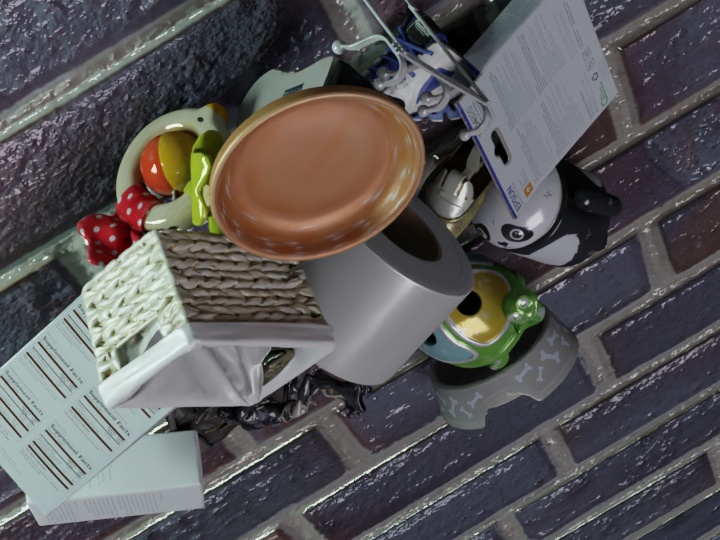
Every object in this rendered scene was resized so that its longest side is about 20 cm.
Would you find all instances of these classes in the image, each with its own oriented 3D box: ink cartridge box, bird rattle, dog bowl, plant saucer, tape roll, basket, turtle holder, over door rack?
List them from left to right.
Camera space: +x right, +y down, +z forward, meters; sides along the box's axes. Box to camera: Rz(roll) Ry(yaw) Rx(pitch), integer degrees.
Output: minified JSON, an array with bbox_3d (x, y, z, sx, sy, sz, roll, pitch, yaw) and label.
[{"bbox_3d":[-0.180,-0.076,1.407,0.200,0.163,0.113,-24,143,30],"label":"bird rattle"},{"bbox_3d":[-0.144,0.046,1.366,0.135,0.124,0.200,-35,155,32],"label":"basket"},{"bbox_3d":[-0.041,-0.091,1.315,0.200,0.038,0.200,-12,138,-11],"label":"plant saucer"},{"bbox_3d":[0.000,0.000,1.526,0.202,0.203,0.139,16,125,-45],"label":"tape roll"},{"bbox_3d":[0.033,-0.219,1.363,0.067,0.200,0.148,-36,146,25],"label":"over door rack"},{"bbox_3d":[0.127,0.051,1.753,0.132,0.185,0.141,22,103,-47],"label":"turtle holder"},{"bbox_3d":[0.176,0.114,1.864,0.200,0.200,0.059,-32,112,3],"label":"dog bowl"},{"bbox_3d":[0.178,-0.188,1.548,0.200,0.041,0.200,-50,139,-16],"label":"ink cartridge box"}]

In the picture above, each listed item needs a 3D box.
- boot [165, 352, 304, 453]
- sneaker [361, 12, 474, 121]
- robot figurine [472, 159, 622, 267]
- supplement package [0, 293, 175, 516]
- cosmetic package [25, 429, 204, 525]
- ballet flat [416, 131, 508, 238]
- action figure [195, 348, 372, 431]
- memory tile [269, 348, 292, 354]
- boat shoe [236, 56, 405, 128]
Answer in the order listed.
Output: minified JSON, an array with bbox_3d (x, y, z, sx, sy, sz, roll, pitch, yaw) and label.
[{"bbox_3d":[-0.149,0.140,1.759,0.174,0.069,0.200,-27,154,0],"label":"boot"},{"bbox_3d":[0.036,-0.201,1.490,0.199,0.081,0.115,-21,140,-24],"label":"sneaker"},{"bbox_3d":[0.213,-0.070,1.714,0.200,0.125,0.150,16,125,-48],"label":"robot figurine"},{"bbox_3d":[-0.269,0.111,1.510,0.200,0.147,0.191,-40,-178,13],"label":"supplement package"},{"bbox_3d":[-0.286,0.244,1.722,0.199,0.071,0.101,-5,156,-6],"label":"cosmetic package"},{"bbox_3d":[0.120,-0.111,1.611,0.200,0.071,0.071,-51,144,-8],"label":"ballet flat"},{"bbox_3d":[-0.090,0.130,1.670,0.199,0.102,0.119,-5,173,11],"label":"action figure"},{"bbox_3d":[-0.100,0.072,1.675,0.153,0.017,0.200,0,167,-34],"label":"memory tile"},{"bbox_3d":[-0.040,-0.147,1.401,0.093,0.200,0.075,27,77,-27],"label":"boat shoe"}]
